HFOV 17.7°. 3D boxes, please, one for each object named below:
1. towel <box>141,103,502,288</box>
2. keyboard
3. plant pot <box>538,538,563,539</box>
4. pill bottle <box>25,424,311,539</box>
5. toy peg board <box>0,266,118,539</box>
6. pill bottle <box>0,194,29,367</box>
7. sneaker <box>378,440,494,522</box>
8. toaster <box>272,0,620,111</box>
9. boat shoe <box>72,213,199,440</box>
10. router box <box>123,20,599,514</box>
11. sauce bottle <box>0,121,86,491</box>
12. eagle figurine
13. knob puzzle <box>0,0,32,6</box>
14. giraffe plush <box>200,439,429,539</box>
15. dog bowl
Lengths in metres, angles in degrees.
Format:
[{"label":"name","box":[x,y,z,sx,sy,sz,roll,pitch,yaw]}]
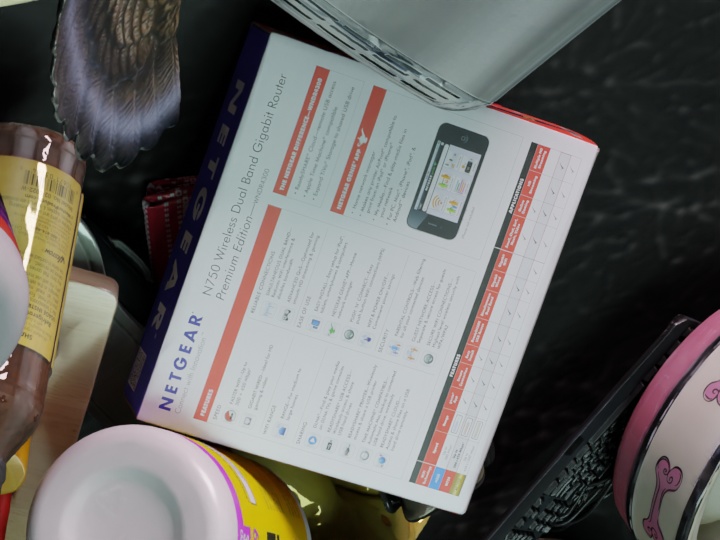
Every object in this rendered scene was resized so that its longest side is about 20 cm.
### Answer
[{"label":"towel","box":[-0.015,-0.014,1.232,0.199,0.023,0.145,-14,137,-10]},{"label":"keyboard","box":[0.148,0.114,1.380,0.200,0.040,0.104,-49,162,10]},{"label":"plant pot","box":[0.129,0.280,1.468,0.200,0.201,0.189,-26,121,1]},{"label":"pill bottle","box":[-0.085,0.139,1.163,0.104,0.105,0.200,-33,163,7]},{"label":"toy peg board","box":[-0.236,0.086,1.101,0.199,0.098,0.200,15,114,-11]},{"label":"pill bottle","box":[-0.214,-0.039,0.986,0.112,0.200,0.113,-13,135,-13]},{"label":"sneaker","box":[0.012,0.056,1.218,0.076,0.114,0.199,-32,136,9]},{"label":"toaster","box":[0.031,-0.164,1.044,0.200,0.114,0.129,29,117,-34]},{"label":"boat shoe","box":[-0.146,0.011,1.167,0.075,0.060,0.200,-26,123,9]},{"label":"router box","box":[0.000,0.000,1.143,0.179,0.049,0.201,18,97,-17]},{"label":"sauce bottle","box":[-0.167,0.033,1.032,0.064,0.201,0.065,6,154,3]},{"label":"eagle figurine","box":[-0.074,-0.156,0.944,0.200,0.151,0.152,-37,172,28]},{"label":"knob puzzle","box":[-0.173,-0.168,0.826,0.218,0.030,0.221,-6,122,-9]},{"label":"giraffe plush","box":[-0.013,0.180,1.312,0.172,0.162,0.200,-40,134,14]},{"label":"dog bowl","box":[0.231,0.101,1.374,0.200,0.074,0.201,-32,142,-30]}]
